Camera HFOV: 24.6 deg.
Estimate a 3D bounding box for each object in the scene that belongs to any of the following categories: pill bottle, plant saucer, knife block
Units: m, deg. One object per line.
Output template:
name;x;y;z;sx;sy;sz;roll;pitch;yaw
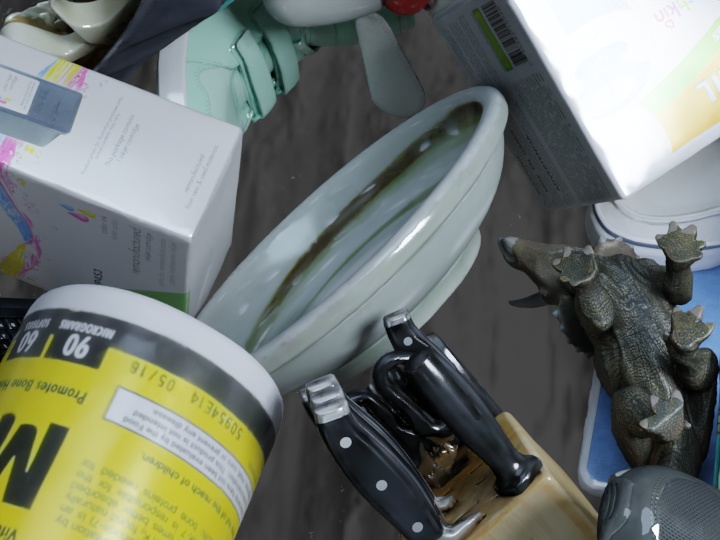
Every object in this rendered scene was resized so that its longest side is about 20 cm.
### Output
pill bottle;-0.114;0.117;0.621;0.113;0.115;0.201;15;62;14
plant saucer;0.000;0.000;0.749;0.050;0.200;0.200;47;67;-13
knife block;0.062;0.112;0.638;0.064;0.176;0.200;-40;62;4

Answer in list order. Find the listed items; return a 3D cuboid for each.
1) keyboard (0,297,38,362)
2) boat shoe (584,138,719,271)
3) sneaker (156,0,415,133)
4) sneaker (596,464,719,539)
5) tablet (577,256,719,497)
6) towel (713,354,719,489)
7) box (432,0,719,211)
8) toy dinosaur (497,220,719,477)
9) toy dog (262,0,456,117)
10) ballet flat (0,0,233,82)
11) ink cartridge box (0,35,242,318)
keyboard;-0.158;0.035;0.720;0.104;0.199;0.040;46;112;24
boat shoe;0.202;-0.060;0.795;0.198;0.066;0.074;-20;58;-7
sneaker;-0.035;-0.122;0.863;0.117;0.074;0.202;4;57;12
sneaker;0.168;0.119;0.584;0.199;0.084;0.075;33;50;-25
tablet;0.181;0.027;0.789;0.129;0.014;0.201;9;58;11
towel;0.192;0.138;0.668;0.146;0.022;0.201;30;53;-26
box;0.153;-0.126;0.759;0.199;0.101;0.113;-33;97;-12
toy dinosaur;0.128;0.044;0.721;0.076;0.102;0.201;-25;61;0
toy dog;0.053;-0.137;0.843;0.199;0.096;0.133;27;85;-6
ballet flat;-0.135;-0.118;0.811;0.199;0.073;0.074;-34;49;34
ink cartridge box;-0.161;-0.049;0.784;0.198;0.117;0.068;21;62;3
